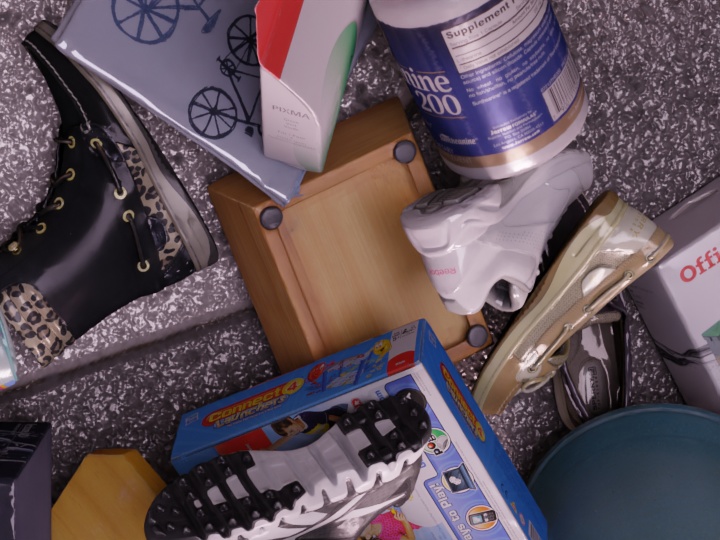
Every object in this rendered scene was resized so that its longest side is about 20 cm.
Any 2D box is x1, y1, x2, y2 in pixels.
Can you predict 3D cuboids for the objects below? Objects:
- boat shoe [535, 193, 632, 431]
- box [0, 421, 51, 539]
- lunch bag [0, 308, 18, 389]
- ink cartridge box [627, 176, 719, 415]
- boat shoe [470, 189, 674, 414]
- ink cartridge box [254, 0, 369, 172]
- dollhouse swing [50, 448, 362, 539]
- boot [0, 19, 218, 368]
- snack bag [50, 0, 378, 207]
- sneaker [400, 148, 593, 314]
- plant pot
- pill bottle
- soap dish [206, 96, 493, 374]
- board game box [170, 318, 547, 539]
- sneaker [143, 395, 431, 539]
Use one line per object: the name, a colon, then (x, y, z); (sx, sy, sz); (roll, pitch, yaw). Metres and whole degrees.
boat shoe: (0.167, 0.031, 1.591); (0.071, 0.065, 0.202); (-12, 100, -14)
box: (-0.297, 0.161, 1.371); (0.181, 0.200, 0.105); (2, 96, -3)
lunch bag: (-0.297, 0.002, 1.395); (0.077, 0.160, 0.201); (-26, 98, -18)
ink cartridge box: (0.303, 0.037, 1.624); (0.146, 0.084, 0.201); (-33, 106, -11)
boat shoe: (0.145, 0.036, 1.526); (0.063, 0.073, 0.201); (34, 115, 1)
ink cartridge box: (-0.025, -0.179, 1.384); (0.050, 0.200, 0.162); (14, 67, 3)
dollhouse swing: (-0.110, 0.226, 1.498); (0.181, 0.176, 0.200); (-2, 137, -44)
boot: (-0.208, -0.050, 1.460); (0.153, 0.073, 0.204); (-35, 104, -7)
snack bag: (-0.090, -0.169, 1.470); (0.199, 0.021, 0.189); (34, 62, -17)
sneaker: (0.101, -0.026, 1.504); (0.200, 0.078, 0.100); (-29, 111, -46)
plant pot: (0.220, 0.230, 1.531); (0.198, 0.188, 0.201); (0, 120, -1)
pill bottle: (0.070, -0.169, 1.425); (0.111, 0.111, 0.201); (-34, 124, -11)
soap dish: (0.000, 0.000, 1.526); (0.157, 0.081, 0.201); (-25, 105, -13)
board game box: (0.002, 0.155, 1.493); (0.195, 0.056, 0.201); (-22, 118, 18)
sneaker: (-0.043, 0.154, 1.393); (0.199, 0.067, 0.091); (-20, 136, -18)
